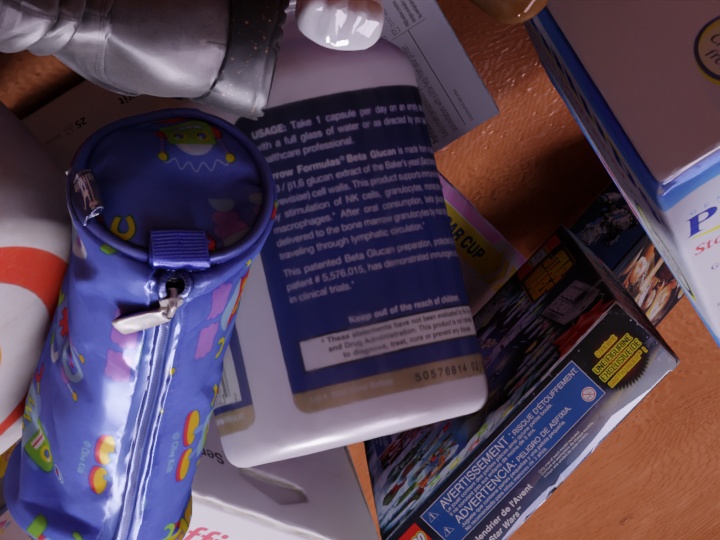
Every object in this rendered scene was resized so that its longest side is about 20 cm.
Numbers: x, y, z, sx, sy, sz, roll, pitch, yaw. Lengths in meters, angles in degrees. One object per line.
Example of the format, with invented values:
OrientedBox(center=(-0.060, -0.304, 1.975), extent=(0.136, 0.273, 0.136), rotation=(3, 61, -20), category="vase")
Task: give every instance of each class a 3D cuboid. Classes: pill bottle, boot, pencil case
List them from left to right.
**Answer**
OrientedBox(center=(-0.111, -0.104, 1.088), extent=(0.131, 0.070, 0.200), rotation=(10, -178, -17), category="boot")
OrientedBox(center=(-0.086, 0.031, 1.139), extent=(0.078, 0.087, 0.200), rotation=(7, 136, -10), category="pencil case")
OrientedBox(center=(-0.022, -0.029, 1.204), extent=(0.111, 0.201, 0.111), rotation=(-13, 177, -1), category="pill bottle")

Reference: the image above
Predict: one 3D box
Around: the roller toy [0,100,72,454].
OrientedBox(center=(-0.206, 0.000, 1.187), extent=(0.200, 0.140, 0.182), rotation=(-53, 150, 19), category="roller toy")

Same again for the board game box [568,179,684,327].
OrientedBox(center=(0.123, 0.014, 1.547), extent=(0.200, 0.035, 0.136), rotation=(-47, 160, -24), category="board game box")

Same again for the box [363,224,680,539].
OrientedBox(center=(0.063, 0.056, 1.280), extent=(0.137, 0.040, 0.200), rotation=(-46, -172, 5), category="box")

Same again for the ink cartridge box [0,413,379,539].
OrientedBox(center=(-0.111, 0.135, 1.343), extent=(0.200, 0.088, 0.145), rotation=(-38, 141, 26), category="ink cartridge box")

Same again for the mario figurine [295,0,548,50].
OrientedBox(center=(0.026, -0.147, 1.117), extent=(0.106, 0.124, 0.200), rotation=(-29, 159, 27), category="mario figurine")

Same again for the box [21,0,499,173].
OrientedBox(center=(-0.048, -0.064, 1.338), extent=(0.199, 0.041, 0.156), rotation=(-30, 152, 3), category="box")

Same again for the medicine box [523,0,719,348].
OrientedBox(center=(0.148, -0.087, 1.332), extent=(0.103, 0.183, 0.200), rotation=(-31, 152, 3), category="medicine box")

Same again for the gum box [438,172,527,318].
OrientedBox(center=(0.000, 0.000, 1.353), extent=(0.114, 0.066, 0.200), rotation=(-45, 152, 3), category="gum box")
